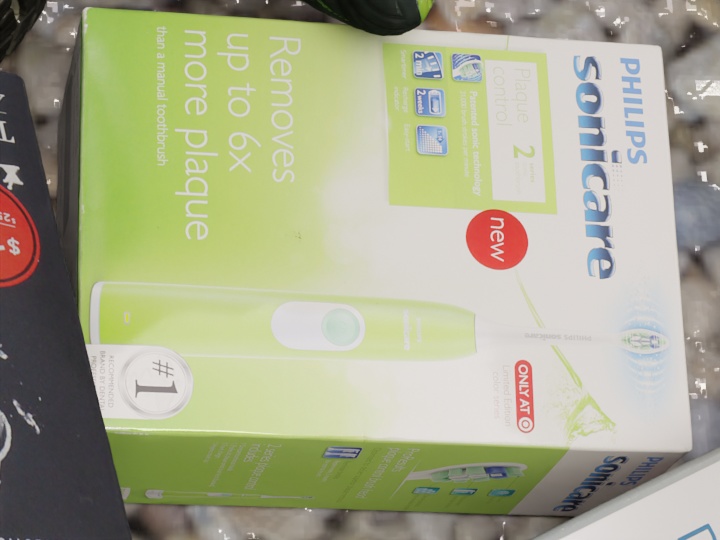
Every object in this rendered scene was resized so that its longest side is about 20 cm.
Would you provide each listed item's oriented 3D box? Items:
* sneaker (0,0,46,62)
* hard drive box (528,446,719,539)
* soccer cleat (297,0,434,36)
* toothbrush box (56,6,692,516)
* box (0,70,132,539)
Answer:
[{"bbox_3d":[-0.166,-0.093,0.803,0.089,0.079,0.200,39,67,1],"label":"sneaker"},{"bbox_3d":[0.078,0.151,0.684,0.199,0.077,0.156,-24,77,-20],"label":"hard drive box"},{"bbox_3d":[-0.033,-0.115,0.797,0.081,0.200,0.068,-21,116,-12],"label":"soccer cleat"},{"bbox_3d":[0.000,0.000,0.801,0.199,0.086,0.146,4,69,-12],"label":"toothbrush box"},{"bbox_3d":[-0.180,0.033,0.642,0.199,0.104,0.183,7,54,-38],"label":"box"}]
